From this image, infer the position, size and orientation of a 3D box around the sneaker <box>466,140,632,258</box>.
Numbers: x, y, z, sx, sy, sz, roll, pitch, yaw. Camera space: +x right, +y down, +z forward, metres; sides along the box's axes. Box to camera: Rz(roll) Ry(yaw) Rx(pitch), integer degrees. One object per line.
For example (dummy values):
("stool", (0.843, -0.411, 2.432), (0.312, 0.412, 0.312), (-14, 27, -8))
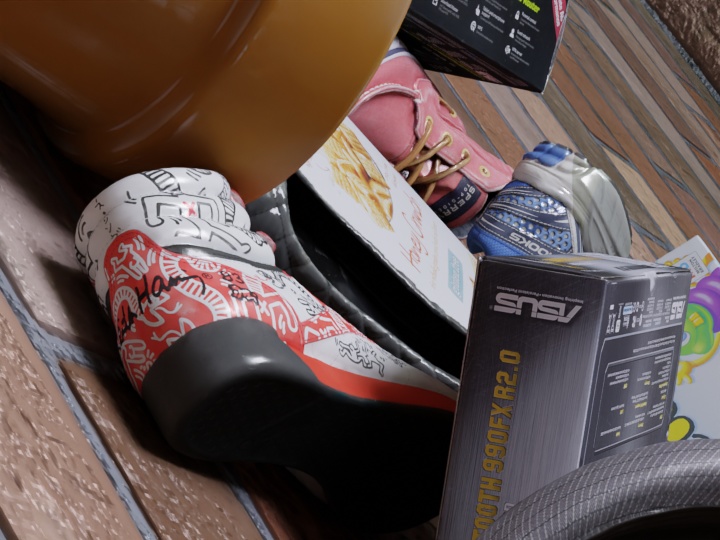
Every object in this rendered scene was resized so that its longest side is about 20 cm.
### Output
("sneaker", (0.100, 0.029, 1.495), (0.077, 0.085, 0.200), (28, -29, 46))

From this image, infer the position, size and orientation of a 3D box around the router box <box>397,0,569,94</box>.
("router box", (-0.001, -0.157, 1.493), (0.149, 0.062, 0.200), (13, -6, 30))

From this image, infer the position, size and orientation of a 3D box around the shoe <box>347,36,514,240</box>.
("shoe", (0.026, -0.063, 1.477), (0.091, 0.071, 0.200), (47, 7, 11))

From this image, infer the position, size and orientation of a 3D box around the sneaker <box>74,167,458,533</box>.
("sneaker", (-0.026, 0.026, 1.053), (0.201, 0.067, 0.108), (26, 29, -56))

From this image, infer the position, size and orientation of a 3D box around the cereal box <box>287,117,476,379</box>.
("cereal box", (-0.002, -0.020, 1.326), (0.200, 0.039, 0.144), (48, 15, -15))

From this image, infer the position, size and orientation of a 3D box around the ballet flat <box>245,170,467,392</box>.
("ballet flat", (0.000, 0.000, 1.221), (0.200, 0.057, 0.067), (44, 32, -21))

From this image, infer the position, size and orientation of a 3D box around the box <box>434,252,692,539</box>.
("box", (0.075, 0.074, 1.081), (0.048, 0.159, 0.200), (10, 4, 15))

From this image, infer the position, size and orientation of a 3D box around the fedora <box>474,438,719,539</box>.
("fedora", (0.100, 0.146, 0.943), (0.090, 0.199, 0.178), (158, -82, -74))

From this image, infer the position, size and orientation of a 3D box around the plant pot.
("plant pot", (-0.101, -0.144, 1.053), (0.183, 0.200, 0.200), (22, 26, -32))

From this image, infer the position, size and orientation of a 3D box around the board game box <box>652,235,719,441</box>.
("board game box", (0.159, 0.089, 1.333), (0.105, 0.103, 0.200), (60, 4, 32))
